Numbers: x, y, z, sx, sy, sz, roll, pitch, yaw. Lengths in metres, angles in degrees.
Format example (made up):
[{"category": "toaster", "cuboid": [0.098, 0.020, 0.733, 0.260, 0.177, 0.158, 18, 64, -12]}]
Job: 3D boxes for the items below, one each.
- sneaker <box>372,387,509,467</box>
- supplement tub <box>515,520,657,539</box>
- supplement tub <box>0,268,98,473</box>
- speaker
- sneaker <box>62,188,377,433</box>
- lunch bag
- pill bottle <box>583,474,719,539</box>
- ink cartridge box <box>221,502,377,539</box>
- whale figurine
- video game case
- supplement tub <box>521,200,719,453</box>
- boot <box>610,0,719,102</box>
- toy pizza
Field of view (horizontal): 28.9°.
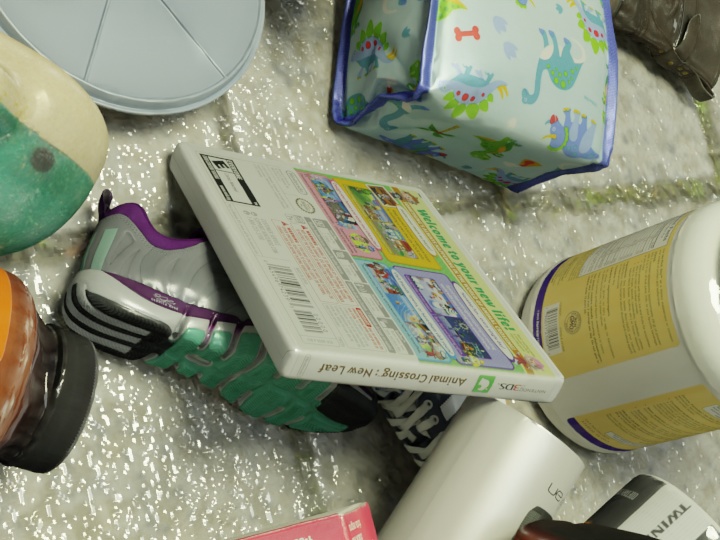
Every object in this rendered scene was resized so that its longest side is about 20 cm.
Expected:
[{"category": "sneaker", "cuboid": [0.042, 0.094, 0.859, 0.108, 0.070, 0.202, 1, 71, -40]}, {"category": "supplement tub", "cuboid": [0.114, 0.236, 0.711, 0.106, 0.107, 0.202, 11, 88, -36]}, {"category": "supplement tub", "cuboid": [-0.223, 0.033, 0.639, 0.199, 0.107, 0.108, 24, 61, -31]}, {"category": "speaker", "cuboid": [0.042, 0.169, 0.779, 0.081, 0.081, 0.201, 39, 77, -22]}, {"category": "sneaker", "cuboid": [-0.067, 0.023, 0.795, 0.199, 0.074, 0.088, 27, 54, -29]}, {"category": "lunch bag", "cuboid": [0.082, -0.175, 0.949, 0.169, 0.127, 0.202, 16, 74, -34]}, {"category": "pill bottle", "cuboid": [0.132, 0.223, 0.831, 0.200, 0.106, 0.107, -39, 101, -12]}, {"category": "ink cartridge box", "cuboid": [-0.045, 0.231, 0.683, 0.084, 0.144, 0.202, 31, 44, -80]}, {"category": "whale figurine", "cuboid": [-0.218, -0.077, 0.661, 0.200, 0.159, 0.104, 34, 78, -40]}, {"category": "video game case", "cuboid": [0.000, 0.000, 0.807, 0.181, 0.022, 0.200, 9, 31, -33]}, {"category": "supplement tub", "cuboid": [0.221, 0.037, 0.939, 0.145, 0.199, 0.147, 14, 66, -35]}, {"category": "boot", "cuboid": [0.238, -0.253, 1.152, 0.173, 0.069, 0.202, 16, 72, -37]}, {"category": "toy pizza", "cuboid": [-0.146, -0.181, 0.825, 0.199, 0.032, 0.202, 15, 63, -32]}]
